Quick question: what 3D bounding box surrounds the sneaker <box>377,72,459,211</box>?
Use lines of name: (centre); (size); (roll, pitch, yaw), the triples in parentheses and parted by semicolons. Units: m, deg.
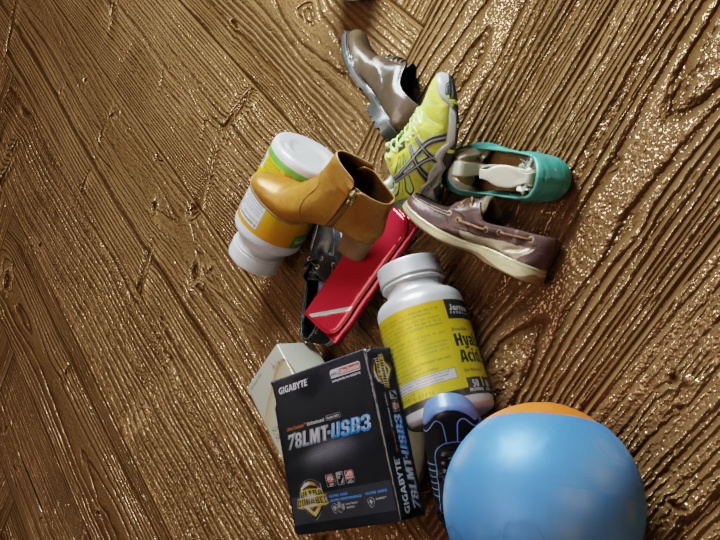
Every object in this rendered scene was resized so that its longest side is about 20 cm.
sneaker: (0.071, -0.149, 1.069); (0.076, 0.076, 0.201); (-89, 10, -51)

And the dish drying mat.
dish drying mat: (0.000, 0.000, 1.191); (0.077, 0.018, 0.200); (42, 104, 34)

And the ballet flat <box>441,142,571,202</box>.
ballet flat: (0.152, -0.119, 1.034); (0.200, 0.070, 0.068); (13, 97, 47)

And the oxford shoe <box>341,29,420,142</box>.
oxford shoe: (0.037, -0.261, 1.181); (0.084, 0.073, 0.201); (-38, 62, 20)

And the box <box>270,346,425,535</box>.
box: (-0.023, 0.211, 1.070); (0.200, 0.050, 0.200); (-23, 75, 45)

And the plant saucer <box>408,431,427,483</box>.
plant saucer: (0.022, 0.225, 1.182); (0.200, 0.029, 0.201); (-4, 85, 46)

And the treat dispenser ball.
treat dispenser ball: (0.183, 0.235, 0.880); (0.200, 0.200, 0.202); (-4, 84, 47)

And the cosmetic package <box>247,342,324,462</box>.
cosmetic package: (-0.070, 0.208, 1.212); (0.104, 0.073, 0.200); (-56, 51, 29)

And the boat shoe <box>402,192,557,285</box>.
boat shoe: (0.141, -0.055, 1.032); (0.200, 0.072, 0.072); (32, 107, 32)

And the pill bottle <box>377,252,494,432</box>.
pill bottle: (0.083, 0.086, 1.065); (0.111, 0.111, 0.201); (-33, 65, 41)

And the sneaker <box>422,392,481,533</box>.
sneaker: (0.112, 0.230, 0.989); (0.078, 0.070, 0.201); (-91, -11, -53)

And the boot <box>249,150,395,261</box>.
boot: (-0.049, -0.109, 1.134); (0.201, 0.071, 0.144); (34, 142, 9)

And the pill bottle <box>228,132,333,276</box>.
pill bottle: (-0.118, -0.092, 1.294); (0.111, 0.111, 0.200); (53, 124, 35)

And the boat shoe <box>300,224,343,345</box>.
boat shoe: (-0.053, 0.008, 1.256); (0.068, 0.056, 0.201); (0, 88, 47)
